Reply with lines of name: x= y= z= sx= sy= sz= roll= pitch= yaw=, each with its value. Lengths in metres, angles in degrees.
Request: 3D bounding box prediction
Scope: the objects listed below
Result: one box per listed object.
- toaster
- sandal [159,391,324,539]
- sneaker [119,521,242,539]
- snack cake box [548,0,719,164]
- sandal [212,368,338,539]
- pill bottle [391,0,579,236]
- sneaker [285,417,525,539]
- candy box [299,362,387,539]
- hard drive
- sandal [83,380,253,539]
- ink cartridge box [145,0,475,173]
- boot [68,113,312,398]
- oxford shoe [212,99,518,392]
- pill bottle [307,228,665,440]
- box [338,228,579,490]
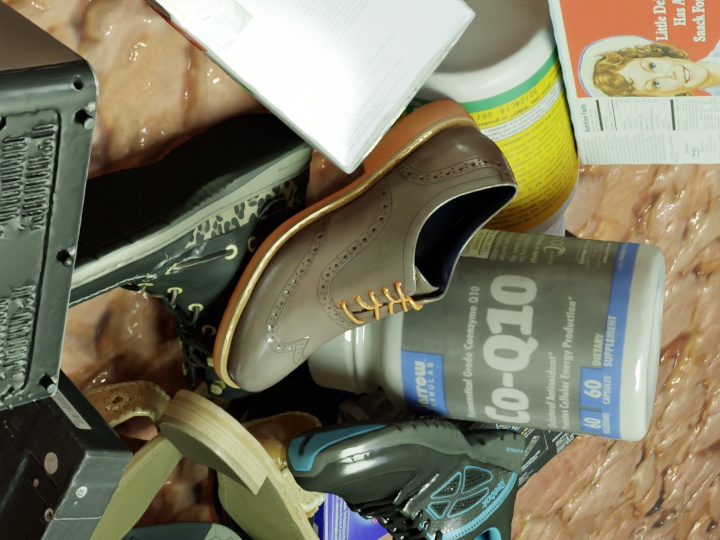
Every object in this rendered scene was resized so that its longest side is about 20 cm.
toaster: x=-0.225 y=-0.015 z=0.619 sx=0.199 sy=0.118 sz=0.182 roll=-16 pitch=132 yaw=-40
sandal: x=-0.048 y=0.112 z=0.860 sx=0.070 sy=0.077 sz=0.212 roll=-56 pitch=150 yaw=-19
sneaker: x=-0.185 y=0.206 z=0.901 sx=0.200 sy=0.078 sz=0.146 roll=10 pitch=146 yaw=-21
snack cake box: x=0.169 y=-0.135 z=0.806 sx=0.200 sy=0.114 sz=0.068 roll=62 pitch=33 yaw=-61
sandal: x=-0.063 y=0.140 z=0.954 sx=0.201 sy=0.074 sz=0.045 roll=106 pitch=8 yaw=-47
pill bottle: x=0.076 y=-0.085 z=0.894 sx=0.112 sy=0.113 sz=0.201 roll=-38 pitch=144 yaw=-16
sneaker: x=0.035 y=0.129 z=0.847 sx=0.199 sy=0.073 sz=0.083 roll=12 pitch=76 yaw=-48
candy box: x=0.033 y=0.094 z=1.039 sx=0.199 sy=0.077 sz=0.171 roll=-25 pitch=136 yaw=-30
hard drive: x=-0.206 y=0.135 z=0.759 sx=0.038 sy=0.139 sz=0.201 roll=12 pitch=112 yaw=-51
sandal: x=-0.137 y=0.096 z=0.871 sx=0.212 sy=0.069 sz=0.078 roll=-41 pitch=160 yaw=-54
ink cartridge box: x=-0.046 y=-0.153 z=0.735 sx=0.200 sy=0.050 sz=0.109 roll=39 pitch=91 yaw=-30
boot: x=-0.102 y=0.016 z=0.809 sx=0.203 sy=0.073 sz=0.155 roll=-30 pitch=132 yaw=-32
oxford shoe: x=0.000 y=0.000 z=0.783 sx=0.200 sy=0.073 sz=0.071 roll=-47 pitch=143 yaw=9
pill bottle: x=0.075 y=0.033 z=0.859 sx=0.114 sy=0.198 sz=0.115 roll=5 pitch=90 yaw=-75
box: x=0.089 y=0.088 z=0.988 sx=0.200 sy=0.050 sz=0.158 roll=-40 pitch=139 yaw=-16
